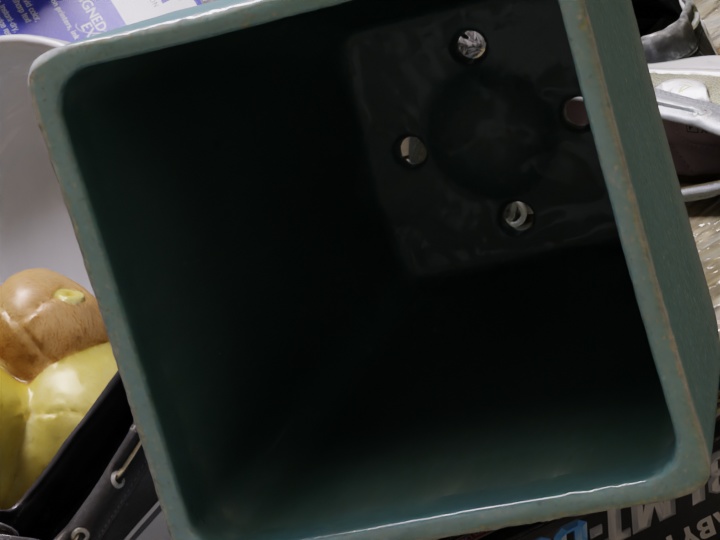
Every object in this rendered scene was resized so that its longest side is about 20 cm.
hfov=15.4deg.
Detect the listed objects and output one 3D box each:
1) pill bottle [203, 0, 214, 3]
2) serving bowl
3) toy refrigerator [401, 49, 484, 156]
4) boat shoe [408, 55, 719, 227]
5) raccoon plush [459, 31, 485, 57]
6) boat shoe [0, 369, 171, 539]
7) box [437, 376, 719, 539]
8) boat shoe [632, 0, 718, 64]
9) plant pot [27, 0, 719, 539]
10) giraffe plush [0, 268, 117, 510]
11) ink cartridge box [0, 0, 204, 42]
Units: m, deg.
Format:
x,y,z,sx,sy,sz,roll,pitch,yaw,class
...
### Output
x,y,z,sx,sy,sz,roll,pitch,yaw,class
-0.121,-0.084,1.460,0.199,0.114,0.114,-21,21,1,pill bottle
-0.136,-0.008,1.219,0.200,0.201,0.066,-4,1,36,serving bowl
0.039,-0.137,1.500,0.076,0.070,0.200,-15,22,16,toy refrigerator
0.107,-0.059,1.254,0.201,0.075,0.065,0,24,28,boat shoe
-0.018,-0.098,1.298,0.134,0.097,0.200,-38,6,37,raccoon plush
-0.124,0.108,1.002,0.200,0.066,0.070,-46,23,-7,boat shoe
0.038,0.081,1.012,0.200,0.050,0.198,-26,22,-12,box
0.148,-0.125,1.370,0.072,0.071,0.200,-22,21,-4,boat shoe
0.027,-0.029,0.977,0.196,0.196,0.200,-12,14,20,plant pot
-0.155,0.061,1.089,0.162,0.201,0.173,-13,13,-18,giraffe plush
-0.150,-0.060,1.365,0.200,0.047,0.198,-25,66,-17,ink cartridge box
